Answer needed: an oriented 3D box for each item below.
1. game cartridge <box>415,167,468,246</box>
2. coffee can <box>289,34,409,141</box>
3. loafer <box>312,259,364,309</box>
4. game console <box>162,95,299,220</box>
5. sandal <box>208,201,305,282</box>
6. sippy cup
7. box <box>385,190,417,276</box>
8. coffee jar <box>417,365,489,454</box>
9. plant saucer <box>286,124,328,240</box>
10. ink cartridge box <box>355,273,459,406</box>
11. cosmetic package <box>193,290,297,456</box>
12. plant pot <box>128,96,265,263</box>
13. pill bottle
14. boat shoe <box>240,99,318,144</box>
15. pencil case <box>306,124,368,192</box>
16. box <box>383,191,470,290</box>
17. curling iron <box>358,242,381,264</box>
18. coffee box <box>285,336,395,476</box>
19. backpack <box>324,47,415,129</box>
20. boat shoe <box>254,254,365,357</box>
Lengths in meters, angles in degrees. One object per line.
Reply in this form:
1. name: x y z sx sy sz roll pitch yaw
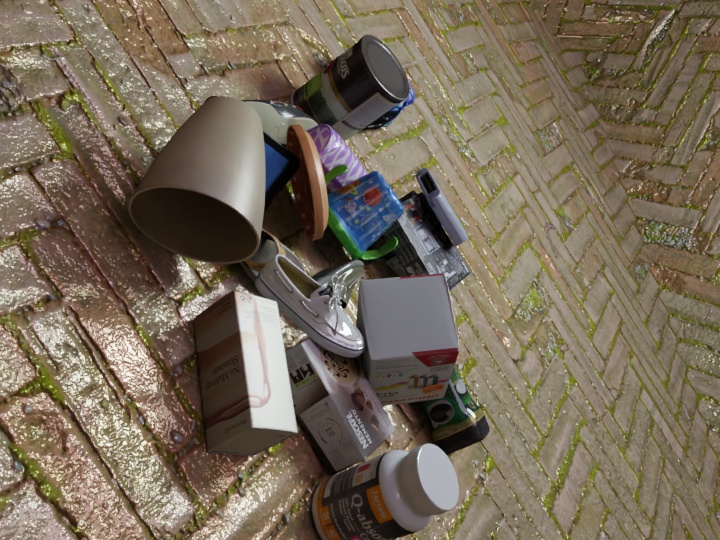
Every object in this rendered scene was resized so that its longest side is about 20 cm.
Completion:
1. game cartridge: 0.171 -0.130 1.721 0.134 0.041 0.200 60 7 -23
2. coffee can: -0.022 -0.352 1.655 0.146 0.199 0.147 35 39 -34
3. loafer: -0.051 0.036 1.434 0.200 0.075 0.070 -31 102 -54
4. game console: -0.203 -0.138 1.301 0.200 0.118 0.173 35 39 -35
5. sandal: -0.156 -0.034 1.298 0.200 0.054 0.081 47 63 -32
6. sippy cup: 0.005 -0.110 1.522 0.140 0.130 0.178 57 4 22
7. box: 0.119 -0.062 1.757 0.117 0.060 0.201 43 36 -26
8. coffee jar: 0.153 0.234 1.525 0.201 0.104 0.085 63 28 3
9. plant saucer: -0.090 -0.153 1.429 0.032 0.201 0.202 -12 70 -13
10. ink cartridge box: 0.072 0.120 1.375 0.200 0.144 0.146 93 -11 -60
11. cosmetic package: -0.163 0.143 1.147 0.087 0.103 0.201 18 49 -46
12. plant pot: -0.209 -0.144 1.185 0.187 0.186 0.201 36 54 -34
13. pill bottle: 0.035 0.327 1.186 0.116 0.199 0.117 34 39 -34
14. boat shoe: -0.169 -0.276 1.520 0.200 0.074 0.063 2 32 -46
15. pencil case: -0.042 -0.191 1.577 0.200 0.083 0.086 45 34 -44
16. box: 0.127 -0.047 1.651 0.201 0.050 0.158 59 32 -1
17. curling iron: 0.000 0.000 1.567 0.050 0.025 0.200 48 33 -14
18. coffee box: -0.043 0.199 1.292 0.201 0.080 0.113 61 31 2
19. backpack: 0.040 -0.416 1.864 0.200 0.134 0.184 -20 82 -61
20. boat shoe: -0.060 0.045 1.260 0.202 0.086 0.075 40 29 1
